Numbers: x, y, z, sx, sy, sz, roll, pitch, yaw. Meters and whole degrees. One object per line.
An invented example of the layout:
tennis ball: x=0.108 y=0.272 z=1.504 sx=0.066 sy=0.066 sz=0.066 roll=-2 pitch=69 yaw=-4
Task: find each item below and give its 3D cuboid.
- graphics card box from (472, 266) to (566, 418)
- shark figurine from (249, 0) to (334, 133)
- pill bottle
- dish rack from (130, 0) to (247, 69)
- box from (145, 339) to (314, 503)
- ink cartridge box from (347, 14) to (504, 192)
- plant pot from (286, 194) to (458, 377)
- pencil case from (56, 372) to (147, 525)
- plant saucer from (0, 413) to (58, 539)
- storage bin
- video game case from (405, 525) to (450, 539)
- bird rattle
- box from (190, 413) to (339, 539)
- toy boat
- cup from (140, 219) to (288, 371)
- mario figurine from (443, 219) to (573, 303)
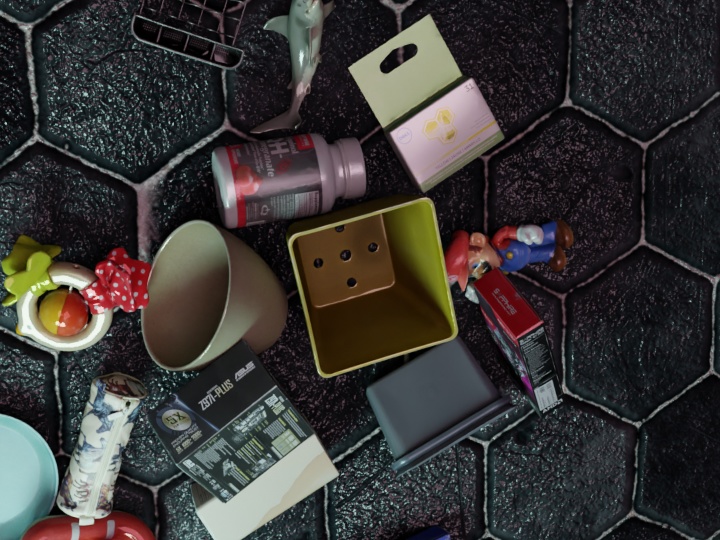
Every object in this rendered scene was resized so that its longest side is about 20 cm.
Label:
graphics card box: x=0.228 y=0.104 z=1.779 sx=0.051 sy=0.126 sz=0.201 roll=-31 pitch=137 yaw=-6
shark figurine: x=-0.096 y=-0.297 z=1.689 sx=0.088 sy=0.128 sz=0.217 roll=16 pitch=118 yaw=8
pill bottle: x=-0.097 y=-0.126 z=1.694 sx=0.197 sy=0.111 sz=0.112 roll=-10 pitch=105 yaw=-12
dish rack: x=-0.207 y=-0.381 z=1.640 sx=0.152 sy=0.055 sz=0.202 roll=15 pitch=98 yaw=-18
box: x=-0.169 y=0.205 z=1.661 sx=0.163 sy=0.086 sz=0.200 roll=-38 pitch=153 yaw=-5
ink cartridge box: x=0.093 y=-0.234 z=1.752 sx=0.145 sy=0.048 sz=0.201 roll=-33 pitch=110 yaw=-4
plant pot: x=0.000 y=0.000 z=1.709 sx=0.198 sy=0.176 sz=0.202 roll=-16 pitch=109 yaw=-9
pencil case: x=-0.357 y=0.245 z=1.723 sx=0.077 sy=0.089 sz=0.202 roll=16 pitch=99 yaw=-17
plant saucer: x=-0.517 y=0.287 z=1.720 sx=0.197 sy=0.036 sz=0.203 roll=-3 pitch=103 yaw=-14
storage bin: x=0.106 y=0.193 z=1.814 sx=0.198 sy=0.146 sz=0.135 roll=-29 pitch=80 yaw=-6
video game case: x=0.062 y=0.509 z=1.881 sx=0.198 sy=0.045 sz=0.183 roll=-20 pitch=108 yaw=-27
bird rattle: x=-0.386 y=0.033 z=1.679 sx=0.198 sy=0.113 sz=0.164 roll=11 pitch=120 yaw=-19
box: x=-0.139 y=0.301 z=1.788 sx=0.199 sy=0.095 sz=0.078 roll=-32 pitch=108 yaw=-4
toy boat: x=-0.369 y=0.411 z=1.722 sx=0.198 sy=0.130 sz=0.132 roll=0 pitch=105 yaw=-33
cup: x=-0.182 y=0.046 z=1.685 sx=0.142 sy=0.200 sz=0.202 roll=16 pitch=99 yaw=-41
mario figurine: x=0.210 y=-0.008 z=1.801 sx=0.198 sy=0.106 sz=0.125 roll=-11 pitch=107 yaw=-13
